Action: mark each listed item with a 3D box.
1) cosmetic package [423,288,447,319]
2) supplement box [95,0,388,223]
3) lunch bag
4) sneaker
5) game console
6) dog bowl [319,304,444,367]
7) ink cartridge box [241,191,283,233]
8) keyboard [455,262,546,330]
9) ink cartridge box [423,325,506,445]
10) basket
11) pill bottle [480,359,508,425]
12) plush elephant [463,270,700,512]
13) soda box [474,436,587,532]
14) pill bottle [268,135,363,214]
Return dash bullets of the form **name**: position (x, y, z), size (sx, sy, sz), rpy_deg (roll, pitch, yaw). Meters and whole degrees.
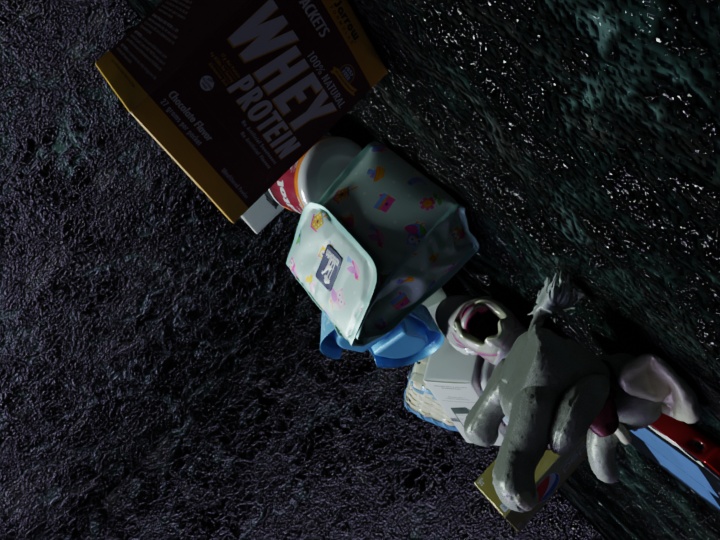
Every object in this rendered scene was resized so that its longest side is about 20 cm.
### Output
- **cosmetic package**: position (0.100, 0.055, 1.126), size (0.201, 0.079, 0.115), rpy_deg (72, 176, -68)
- **supplement box**: position (-0.119, -0.193, 0.595), size (0.133, 0.200, 0.197), rpy_deg (49, 175, -40)
- **lunch bag**: position (0.015, -0.028, 0.757), size (0.170, 0.200, 0.122), rpy_deg (44, 176, 36)
- **sneaker**: position (0.156, 0.068, 0.818), size (0.088, 0.082, 0.199), rpy_deg (43, 171, -29)
- **game console**: position (0.339, 0.199, 0.671), size (0.178, 0.031, 0.200), rpy_deg (51, 176, -32)
- **dog bowl**: position (0.028, 0.080, 0.850), size (0.197, 0.111, 0.051), rpy_deg (18, -134, -41)
- **ink cartridge box**: position (-0.166, -0.187, 1.158), size (0.086, 0.200, 0.147), rpy_deg (49, 176, -39)
- **keyboard**: position (0.174, 0.024, 0.841), size (0.127, 0.021, 0.200), rpy_deg (44, 178, -36)
- **ink cartridge box**: position (0.187, 0.167, 0.998), size (0.082, 0.148, 0.201), rpy_deg (-3, 140, 32)
- **basket**: position (0.171, 0.238, 1.214), size (0.172, 0.141, 0.202), rpy_deg (19, 146, 15)
- **pill bottle**: position (0.258, 0.195, 0.929), size (0.109, 0.109, 0.201), rpy_deg (42, 174, 46)
- **plush elephant**: position (0.207, 0.124, 0.583), size (0.152, 0.204, 0.165), rpy_deg (23, 179, -5)
- **soda box**: position (0.248, 0.242, 0.831), size (0.064, 0.200, 0.068), rpy_deg (40, 174, 46)
- **pill bottle**: position (-0.071, -0.137, 0.897), size (0.113, 0.113, 0.199), rpy_deg (49, 168, -28)
